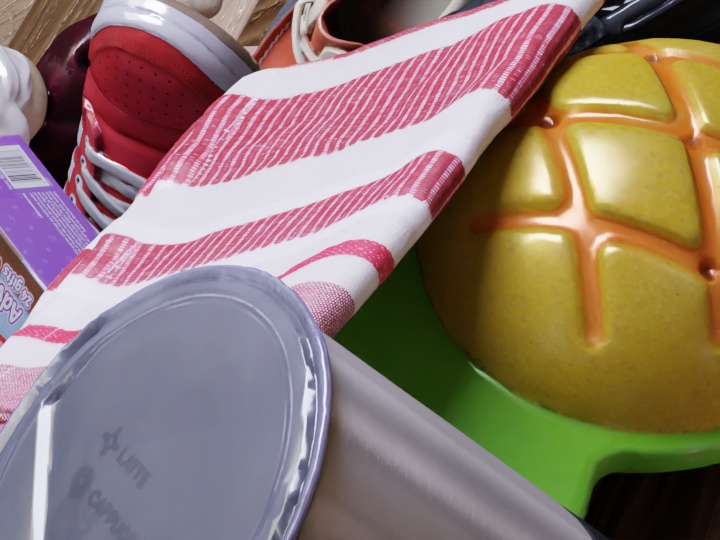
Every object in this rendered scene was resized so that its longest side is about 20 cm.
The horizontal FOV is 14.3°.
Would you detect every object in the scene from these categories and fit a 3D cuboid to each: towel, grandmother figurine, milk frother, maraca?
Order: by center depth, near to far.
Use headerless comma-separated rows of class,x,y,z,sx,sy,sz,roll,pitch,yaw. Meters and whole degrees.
milk frother,0.048,0.072,0.652,0.200,0.188,0.180,-52,37,2
towel,-0.026,-0.017,0.803,0.144,0.023,0.200,-15,25,41
maraca,0.066,0.005,0.809,0.200,0.137,0.107,-32,-30,-29
grandmother figurine,-0.094,-0.060,1.109,0.060,0.200,0.122,27,107,38

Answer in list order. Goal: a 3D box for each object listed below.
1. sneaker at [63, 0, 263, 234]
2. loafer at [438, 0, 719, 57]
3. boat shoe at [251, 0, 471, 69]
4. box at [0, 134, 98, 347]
sneaker,-0.085,-0.013,0.993,0.113,0.071,0.200,-56,-10,-20
loafer,0.069,-0.085,0.952,0.200,0.071,0.068,-18,29,-4
boat shoe,0.011,-0.094,1.042,0.062,0.071,0.200,-14,-15,-47
box,-0.099,0.071,0.938,0.200,0.039,0.137,49,128,33
